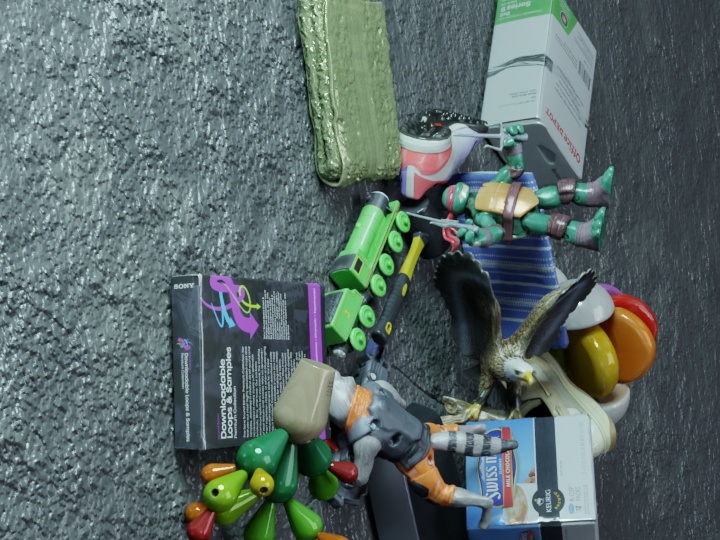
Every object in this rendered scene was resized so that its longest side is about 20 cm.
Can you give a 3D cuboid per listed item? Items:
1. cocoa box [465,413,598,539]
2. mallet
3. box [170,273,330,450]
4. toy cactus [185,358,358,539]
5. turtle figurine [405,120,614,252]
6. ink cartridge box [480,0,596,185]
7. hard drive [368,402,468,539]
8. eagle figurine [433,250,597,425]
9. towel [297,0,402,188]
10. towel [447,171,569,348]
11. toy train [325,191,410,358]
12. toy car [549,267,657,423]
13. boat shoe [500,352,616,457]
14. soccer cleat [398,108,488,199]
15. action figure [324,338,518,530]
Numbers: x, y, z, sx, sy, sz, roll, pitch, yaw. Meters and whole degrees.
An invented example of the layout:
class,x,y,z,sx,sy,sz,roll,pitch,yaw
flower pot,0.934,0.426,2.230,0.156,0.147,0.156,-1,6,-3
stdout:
class,x,y,z,sx,sy,sz,roll,pitch,yaw
cocoa box,0.183,0.261,1.576,0.200,0.131,0.133,76,13,-49
mallet,0.042,-0.005,1.528,0.066,0.041,0.200,66,31,-25
box,-0.091,0.078,1.288,0.200,0.036,0.143,8,79,-62
toy cactus,-0.057,0.157,1.231,0.200,0.102,0.165,12,99,-52
turtle figurine,0.155,-0.075,1.547,0.101,0.200,0.150,73,28,-64
ink cartridge box,0.221,-0.225,1.855,0.146,0.084,0.200,46,46,-48
hard drive,0.063,0.247,1.523,0.135,0.042,0.200,-32,112,-58
eagle figurine,0.155,0.073,1.571,0.152,0.151,0.200,-9,111,-47
towel,-0.011,-0.184,1.484,0.148,0.036,0.200,-15,97,-61
towel,0.161,-0.011,1.661,0.024,0.145,0.200,-22,105,-32
toy train,0.000,0.000,1.465,0.056,0.042,0.200,50,43,-30
toy car,0.263,0.074,1.752,0.150,0.200,0.175,-23,113,-22
boat shoe,0.198,0.142,1.679,0.065,0.200,0.072,-23,137,-26
soccer cleat,0.085,-0.129,1.625,0.200,0.068,0.073,-33,136,-66
action figure,0.043,0.137,1.420,0.193,0.105,0.200,24,48,-21
